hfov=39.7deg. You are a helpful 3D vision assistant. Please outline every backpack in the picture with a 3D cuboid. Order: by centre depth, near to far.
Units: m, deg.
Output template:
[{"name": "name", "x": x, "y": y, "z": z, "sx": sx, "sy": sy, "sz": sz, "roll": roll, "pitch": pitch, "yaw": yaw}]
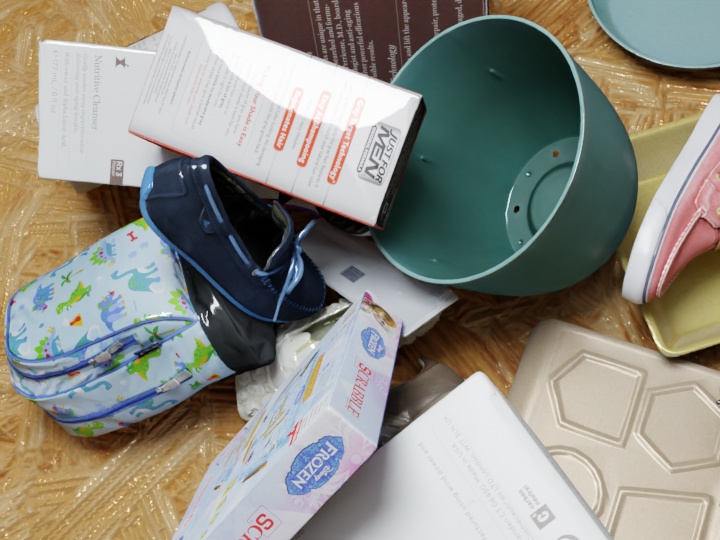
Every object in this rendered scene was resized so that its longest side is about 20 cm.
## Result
[{"name": "backpack", "x": -0.186, "y": 0.045, "z": 0.805, "sx": 0.199, "sy": 0.153, "sz": 0.165, "roll": -35, "pitch": 45, "yaw": 19}]

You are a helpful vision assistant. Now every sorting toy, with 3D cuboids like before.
[{"name": "sorting toy", "x": 0.199, "y": 0.146, "z": 0.757, "sx": 0.197, "sy": 0.037, "sz": 0.187, "roll": 16, "pitch": 66, "yaw": 21}]

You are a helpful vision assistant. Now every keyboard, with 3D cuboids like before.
[{"name": "keyboard", "x": 0.000, "y": 0.000, "z": 0.822, "sx": 0.056, "sy": 0.011, "sz": 0.199, "roll": -38, "pitch": 37, "yaw": -15}]

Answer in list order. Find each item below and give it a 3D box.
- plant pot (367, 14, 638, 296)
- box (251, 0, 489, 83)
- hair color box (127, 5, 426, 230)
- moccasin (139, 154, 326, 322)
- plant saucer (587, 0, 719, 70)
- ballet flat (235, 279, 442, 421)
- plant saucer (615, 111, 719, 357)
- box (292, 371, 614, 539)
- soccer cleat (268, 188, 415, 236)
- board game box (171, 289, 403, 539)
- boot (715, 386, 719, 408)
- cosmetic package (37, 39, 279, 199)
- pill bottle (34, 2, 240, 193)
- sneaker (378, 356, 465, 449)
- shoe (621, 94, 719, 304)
[{"name": "plant pot", "x": 0.124, "y": -0.071, "z": 0.783, "sx": 0.199, "sy": 0.160, "sz": 0.204, "roll": -14, "pitch": 67, "yaw": 38}, {"name": "box", "x": 0.018, "y": -0.249, "z": 0.902, "sx": 0.197, "sy": 0.165, "sz": 0.168, "roll": -2, "pitch": 52, "yaw": 8}, {"name": "hair color box", "x": -0.060, "y": -0.112, "z": 0.742, "sx": 0.197, "sy": 0.061, "sz": 0.103, "roll": 22, "pitch": 91, "yaw": 8}, {"name": "moccasin", "x": -0.077, "y": -0.016, "z": 0.734, "sx": 0.067, "sy": 0.200, "sz": 0.082, "roll": -18, "pitch": 60, "yaw": 25}, {"name": "plant saucer", "x": 0.313, "y": -0.263, "z": 0.951, "sx": 0.197, "sy": 0.036, "sz": 0.203, "roll": -3, "pitch": 63, "yaw": 6}, {"name": "ballet flat", "x": -0.018, "y": 0.055, "z": 0.809, "sx": 0.198, "sy": 0.072, "sz": 0.072, "roll": -31, "pitch": 62, "yaw": -9}, {"name": "plant saucer", "x": 0.302, "y": -0.035, "z": 0.826, "sx": 0.197, "sy": 0.049, "sz": 0.202, "roll": -17, "pitch": 61, "yaw": 0}, {"name": "box", "x": 0.072, "y": 0.215, "z": 0.661, "sx": 0.199, "sy": 0.131, "sz": 0.200, "roll": -38, "pitch": 63, "yaw": 2}, {"name": "soccer cleat", "x": -0.029, "y": -0.079, "z": 0.892, "sx": 0.199, "sy": 0.073, "sz": 0.069, "roll": 29, "pitch": 105, "yaw": 41}, {"name": "board game box", "x": -0.055, "y": 0.127, "z": 0.675, "sx": 0.041, "sy": 0.200, "sz": 0.200, "roll": 40, "pitch": 109, "yaw": -6}, {"name": "boot", "x": 0.365, "y": 0.112, "z": 0.700, "sx": 0.168, "sy": 0.077, "sz": 0.201, "roll": -39, "pitch": 82, "yaw": -17}, {"name": "cosmetic package", "x": -0.159, "y": -0.126, "z": 0.829, "sx": 0.196, "sy": 0.081, "sz": 0.115, "roll": 3, "pitch": 101, "yaw": -4}, {"name": "pill bottle", "x": -0.190, "y": -0.154, "z": 0.923, "sx": 0.198, "sy": 0.115, "sz": 0.115, "roll": -26, "pitch": 61, "yaw": -4}, {"name": "sneaker", "x": 0.000, "y": 0.143, "z": 0.778, "sx": 0.198, "sy": 0.071, "sz": 0.076, "roll": -31, "pitch": 43, "yaw": -12}, {"name": "shoe", "x": 0.279, "y": -0.047, "z": 0.767, "sx": 0.090, "sy": 0.072, "sz": 0.201, "roll": 24, "pitch": 65, "yaw": 23}]
